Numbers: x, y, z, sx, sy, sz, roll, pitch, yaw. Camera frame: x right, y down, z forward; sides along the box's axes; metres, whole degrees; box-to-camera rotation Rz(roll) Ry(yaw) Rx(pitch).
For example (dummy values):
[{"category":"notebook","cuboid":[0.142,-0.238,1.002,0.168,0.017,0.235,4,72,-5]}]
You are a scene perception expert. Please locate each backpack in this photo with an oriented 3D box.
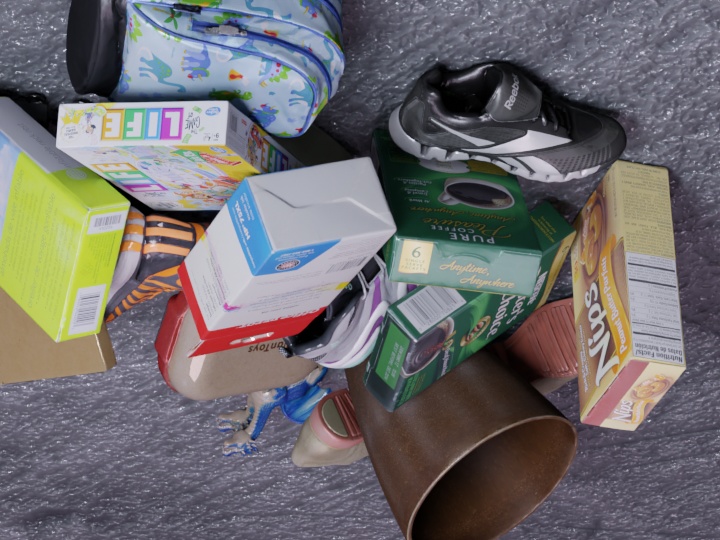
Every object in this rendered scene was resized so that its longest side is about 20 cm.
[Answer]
[{"category":"backpack","cuboid":[-0.109,-0.176,1.553,0.198,0.155,0.164,-4,150,-21]}]

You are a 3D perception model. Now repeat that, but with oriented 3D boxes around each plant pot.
[{"category":"plant pot","cuboid":[0.071,0.132,1.934,0.186,0.200,0.188,-26,146,-19]}]

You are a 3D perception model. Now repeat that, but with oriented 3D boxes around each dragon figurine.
[{"category":"dragon figurine","cuboid":[-0.059,0.109,2.030,0.199,0.059,0.100,-28,147,-11]}]

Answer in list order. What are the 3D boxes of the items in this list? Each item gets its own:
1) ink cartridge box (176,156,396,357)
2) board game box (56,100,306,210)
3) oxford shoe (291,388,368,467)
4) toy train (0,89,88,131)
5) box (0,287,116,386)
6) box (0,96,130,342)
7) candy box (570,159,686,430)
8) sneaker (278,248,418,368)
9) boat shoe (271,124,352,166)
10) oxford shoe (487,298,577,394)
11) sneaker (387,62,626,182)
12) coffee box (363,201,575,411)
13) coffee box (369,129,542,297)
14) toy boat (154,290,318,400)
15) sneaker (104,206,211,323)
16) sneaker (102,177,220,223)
[{"category":"ink cartridge box","cuboid":[-0.068,-0.007,1.636,0.115,0.068,0.200,-11,160,-31]},{"category":"board game box","cuboid":[-0.131,-0.085,1.587,0.133,0.035,0.200,0,168,17]},{"category":"oxford shoe","cuboid":[0.006,0.149,2.044,0.199,0.071,0.074,-6,147,-49]},{"category":"toy train","cuboid":[-0.225,-0.118,1.723,0.198,0.034,0.046,8,156,-11]},{"category":"box","cuboid":[-0.295,-0.004,1.745,0.162,0.202,0.021,-8,-168,34]},{"category":"box","cuboid":[-0.267,-0.048,1.643,0.047,0.200,0.123,-11,129,-42]},{"category":"candy box","cuboid":[0.227,0.021,1.785,0.055,0.202,0.116,8,147,-13]},{"category":"sneaker","cuboid":[0.000,0.000,1.767,0.201,0.078,0.140,-59,156,12]},{"category":"boat shoe","cuboid":[-0.075,-0.088,1.723,0.198,0.075,0.066,28,129,-32]},{"category":"oxford shoe","cuboid":[0.188,0.076,1.995,0.199,0.071,0.073,-27,163,35]},{"category":"sneaker","cuboid":[0.126,-0.124,1.685,0.198,0.067,0.091,7,149,-7]},{"category":"coffee box","cuboid":[0.096,0.031,1.823,0.199,0.044,0.123,-33,158,-30]},{"category":"coffee box","cuboid":[0.072,-0.049,1.683,0.122,0.201,0.044,6,118,-10]},{"category":"toy boat","cuboid":[-0.111,0.031,1.877,0.199,0.131,0.131,-7,129,-42]},{"category":"sneaker","cuboid":[-0.167,0.007,1.753,0.111,0.078,0.200,9,164,-17]},{"category":"sneaker","cuboid":[-0.135,-0.056,1.776,0.198,0.076,0.085,2,151,-4]}]
